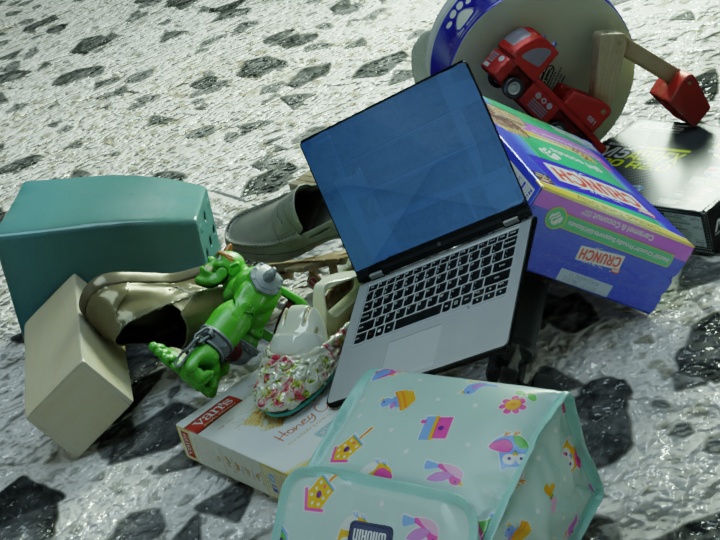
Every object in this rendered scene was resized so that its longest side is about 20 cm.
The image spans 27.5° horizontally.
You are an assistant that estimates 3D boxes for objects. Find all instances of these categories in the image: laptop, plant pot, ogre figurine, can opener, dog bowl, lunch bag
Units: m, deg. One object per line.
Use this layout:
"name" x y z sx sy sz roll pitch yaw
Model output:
"laptop" 0.029 -0.025 1.145 0.186 0.116 0.201 -22 39 39
"plant pot" -0.249 -0.014 1.517 0.197 0.143 0.142 -7 26 5
"ogre figurine" -0.114 0.049 1.275 0.098 0.200 0.120 37 82 17
"can opener" 0.132 0.075 1.187 0.066 0.053 0.201 19 31 -2
"dog bowl" 0.169 -0.203 1.460 0.198 0.202 0.079 -19 32 -3
"lunch bag" 0.041 0.169 0.965 0.169 0.123 0.200 5 42 36

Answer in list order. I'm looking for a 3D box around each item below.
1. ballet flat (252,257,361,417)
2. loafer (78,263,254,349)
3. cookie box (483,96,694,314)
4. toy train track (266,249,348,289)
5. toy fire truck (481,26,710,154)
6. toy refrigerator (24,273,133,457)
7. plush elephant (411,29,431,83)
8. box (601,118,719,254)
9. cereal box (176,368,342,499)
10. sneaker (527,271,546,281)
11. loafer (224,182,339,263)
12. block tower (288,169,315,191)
"ballet flat" -0.036 0.047 1.238 0.075 0.065 0.200 0 26 29
"loafer" -0.165 0.041 1.384 0.198 0.076 0.068 -5 50 -27
"cookie box" 0.163 -0.063 1.262 0.170 0.076 0.200 19 23 -29
"toy train track" 0.000 0.000 1.414 0.198 0.033 0.114 -6 7 25
"toy fire truck" 0.226 -0.179 1.409 0.141 0.200 0.049 -47 24 5
"toy refrigerator" -0.264 0.087 1.375 0.076 0.070 0.200 -44 24 6
"plush elephant" 0.150 -0.228 1.644 0.163 0.156 0.200 -3 28 29
"box" 0.294 -0.085 1.391 0.160 0.045 0.199 -35 30 -30
"cereal box" -0.040 0.125 1.195 0.143 0.040 0.199 -33 29 -31
"sneaker" 0.087 0.016 1.300 0.089 0.076 0.199 5 25 38
"loafer" -0.051 -0.056 1.409 0.198 0.070 0.071 -13 56 27
"block tower" 0.009 -0.112 1.626 0.199 0.055 0.057 -34 29 -32
